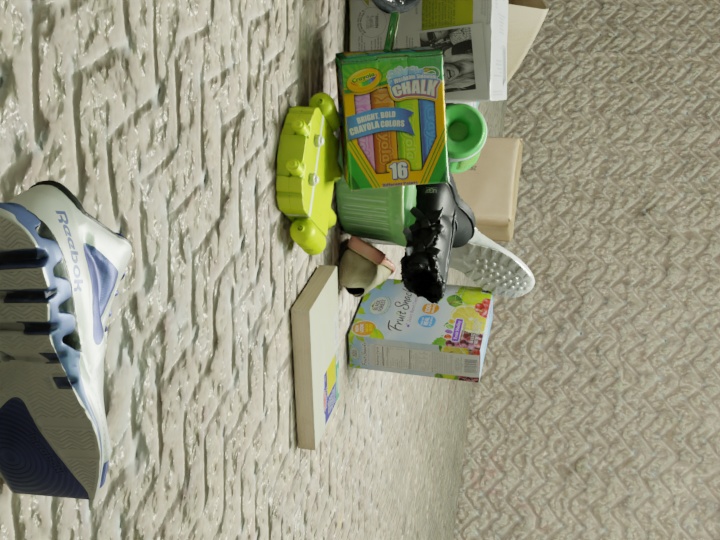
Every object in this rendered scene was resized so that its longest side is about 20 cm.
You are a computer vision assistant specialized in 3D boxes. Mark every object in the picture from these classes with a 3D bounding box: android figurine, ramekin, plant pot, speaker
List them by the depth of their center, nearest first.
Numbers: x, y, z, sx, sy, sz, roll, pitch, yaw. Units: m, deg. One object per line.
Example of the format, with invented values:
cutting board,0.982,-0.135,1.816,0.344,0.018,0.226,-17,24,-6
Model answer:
android figurine,-0.056,-0.115,1.236,0.200,0.041,0.183,58,38,-73
ramekin,0.032,-0.135,1.494,0.200,0.097,0.201,5,90,-78
speaker,0.145,-0.197,1.603,0.200,0.088,0.089,24,71,-87
plant pot,0.187,-0.419,1.842,0.200,0.199,0.178,-99,-162,-53

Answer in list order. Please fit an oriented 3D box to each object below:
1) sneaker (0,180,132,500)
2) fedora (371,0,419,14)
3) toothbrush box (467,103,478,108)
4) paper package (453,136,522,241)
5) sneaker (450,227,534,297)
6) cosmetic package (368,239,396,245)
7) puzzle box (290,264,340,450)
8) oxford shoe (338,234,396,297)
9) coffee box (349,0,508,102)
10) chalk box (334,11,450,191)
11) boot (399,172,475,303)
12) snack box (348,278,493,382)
sneaker,-0.175,0.032,0.641,0.115,0.080,0.200,-60,151,-59
fedora,0.020,-0.412,1.308,0.200,0.091,0.201,-18,111,-54
toothbrush box,0.207,-0.409,2.238,0.200,0.085,0.147,-67,158,-52
paper package,0.201,-0.157,2.029,0.104,0.199,0.191,73,24,-60
sneaker,0.183,-0.030,1.652,0.077,0.199,0.081,-59,-177,32
cosmetic package,0.055,-0.140,1.649,0.113,0.081,0.201,26,70,-77
puzzle box,-0.055,0.110,1.355,0.133,0.025,0.201,-62,154,-63
oxford shoe,0.000,0.000,1.522,0.074,0.071,0.200,-59,166,-1
coffee box,0.098,-0.335,1.483,0.200,0.197,0.201,-32,122,-74
chalk box,0.035,-0.208,1.286,0.125,0.123,0.201,-108,-168,-76
boot,0.109,-0.032,1.487,0.198,0.073,0.163,59,35,-58
snack box,0.095,0.087,1.629,0.169,0.199,0.068,-68,159,-56
